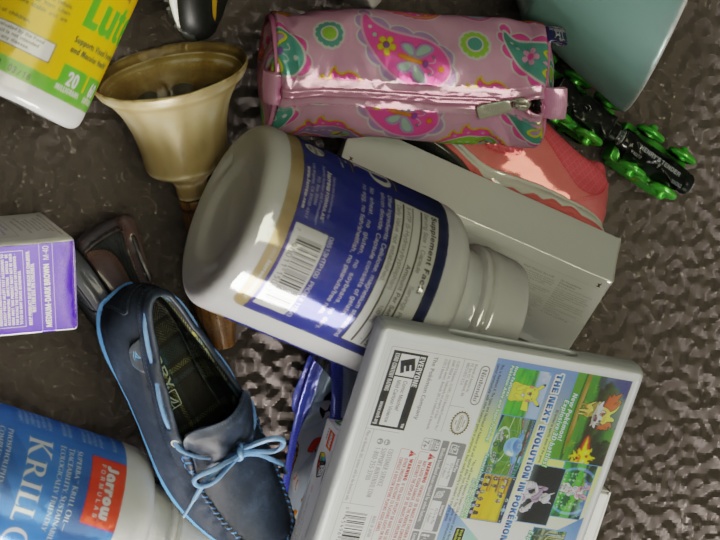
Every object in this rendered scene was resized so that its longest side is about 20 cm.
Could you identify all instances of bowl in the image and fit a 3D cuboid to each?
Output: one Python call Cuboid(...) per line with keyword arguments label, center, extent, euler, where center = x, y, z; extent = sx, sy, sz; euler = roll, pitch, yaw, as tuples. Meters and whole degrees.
Cuboid(label="bowl", center=(0.169, -0.218, 1.611), extent=(0.104, 0.201, 0.202), euler=(22, 91, -2))

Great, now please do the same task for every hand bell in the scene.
Cuboid(label="hand bell", center=(-0.110, -0.039, 1.595), extent=(0.103, 0.104, 0.202), euler=(-16, 116, -16))

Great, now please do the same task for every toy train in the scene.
Cuboid(label="toy train", center=(0.151, -0.111, 1.676), extent=(0.199, 0.056, 0.042), euler=(33, 83, -21))

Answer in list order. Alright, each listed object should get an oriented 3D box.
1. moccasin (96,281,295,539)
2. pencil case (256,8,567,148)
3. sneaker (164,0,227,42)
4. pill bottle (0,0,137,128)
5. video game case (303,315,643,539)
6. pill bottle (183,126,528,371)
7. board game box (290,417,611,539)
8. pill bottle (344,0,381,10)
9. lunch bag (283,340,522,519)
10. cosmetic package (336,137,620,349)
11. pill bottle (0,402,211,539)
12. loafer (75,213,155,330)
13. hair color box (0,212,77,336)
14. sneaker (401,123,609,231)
Cuboid(label="moccasin", center=(-0.102, 0.100, 1.534), extent=(0.080, 0.068, 0.201), euler=(-42, 106, -29))
Cuboid(label="pencil case", center=(0.032, -0.124, 1.566), extent=(0.198, 0.087, 0.088), euler=(3, 97, -8))
Cuboid(label="sneaker", center=(-0.068, -0.240, 1.519), extent=(0.089, 0.070, 0.202), euler=(10, 90, 8))
Cuboid(label="pill bottle", center=(-0.186, -0.201, 1.516), extent=(0.110, 0.111, 0.201), euler=(25, 90, -21))
Cuboid(label="video game case", center=(0.065, 0.134, 1.517), extent=(0.181, 0.022, 0.201), euler=(10, 110, -21))
Cuboid(label="pill bottle", center=(0.000, 0.000, 1.524), extent=(0.199, 0.120, 0.121), euler=(24, 90, -23))
Cuboid(label="board game box", center=(0.054, 0.178, 1.571), extent=(0.198, 0.035, 0.127), euler=(14, 101, -21))
Cuboid(label="pill bottle", center=(0.039, -0.273, 1.580), extent=(0.120, 0.120, 0.200), euler=(43, 84, -20))
Cuboid(label="lunch bag", center=(0.036, 0.140, 1.642), extent=(0.168, 0.124, 0.202), euler=(4, 105, -18))
Cuboid(label="cosmetic package", center=(0.068, -0.022, 1.620), extent=(0.199, 0.083, 0.051), euler=(24, 45, -6))
Cuboid(label="pill bottle", center=(-0.201, 0.154, 1.566), extent=(0.199, 0.112, 0.113), euler=(19, 92, -21))
Cuboid(label="loafer", center=(-0.124, 0.054, 1.601), extent=(0.063, 0.072, 0.201), euler=(-38, 105, -14))
Cuboid(label="hair color box", center=(-0.286, 0.008, 1.515), extent=(0.198, 0.109, 0.065), euler=(-3, 101, -18))
Cuboid(label="sneaker", center=(0.085, -0.079, 1.664), extent=(0.199, 0.074, 0.087), euler=(30, 55, -13))
